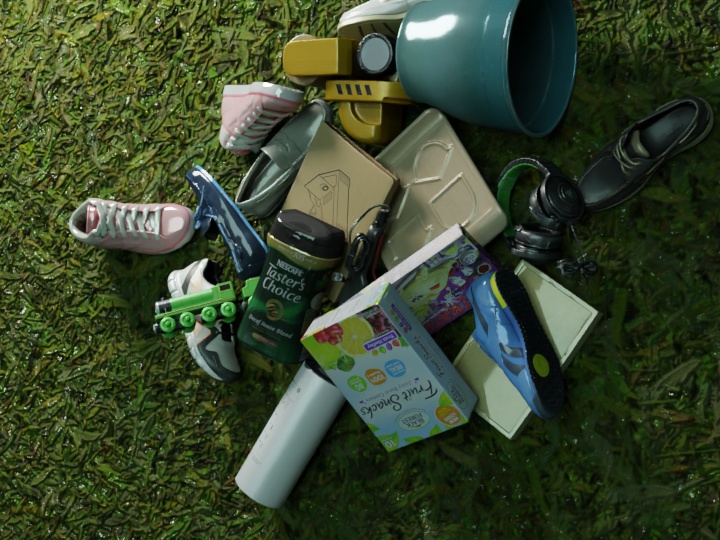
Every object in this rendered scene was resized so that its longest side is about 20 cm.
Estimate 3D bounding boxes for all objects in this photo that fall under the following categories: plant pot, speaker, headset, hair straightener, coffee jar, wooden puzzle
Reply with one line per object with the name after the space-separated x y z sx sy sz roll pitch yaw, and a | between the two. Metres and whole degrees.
0.155 -0.279 1.403 0.187 0.199 0.202 9 86 34 | plant pot
-0.095 0.229 1.510 0.081 0.081 0.201 34 98 27 | speaker
0.227 -0.059 1.364 0.200 0.093 0.124 51 132 38 | headset
0.000 0.000 1.460 0.041 0.077 0.201 34 122 26 | hair straightener
-0.095 0.021 1.496 0.104 0.085 0.202 24 105 21 | coffee jar
0.091 -0.087 1.470 0.185 0.046 0.201 -41 64 25 | wooden puzzle

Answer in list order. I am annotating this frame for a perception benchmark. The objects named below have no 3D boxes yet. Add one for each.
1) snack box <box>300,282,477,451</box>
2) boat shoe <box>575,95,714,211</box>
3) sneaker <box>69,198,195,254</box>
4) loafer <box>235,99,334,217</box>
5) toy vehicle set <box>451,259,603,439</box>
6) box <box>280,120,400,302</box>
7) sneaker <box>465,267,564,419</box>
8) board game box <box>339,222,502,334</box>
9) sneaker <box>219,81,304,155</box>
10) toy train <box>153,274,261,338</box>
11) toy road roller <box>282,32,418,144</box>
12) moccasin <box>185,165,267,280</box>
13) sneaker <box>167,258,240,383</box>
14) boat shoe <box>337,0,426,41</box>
0.037 0.128 1.399 0.142 0.053 0.201 -26 109 36 | snack box
0.344 -0.152 1.346 0.200 0.073 0.075 -41 67 17 | boat shoe
-0.359 -0.069 1.668 0.198 0.104 0.076 -2 80 25 | sneaker
-0.111 -0.165 1.582 0.070 0.070 0.201 39 100 26 | loafer
0.206 0.102 1.406 0.124 0.026 0.201 38 100 26 | toy vehicle set
-0.042 -0.084 1.527 0.163 0.021 0.201 42 117 32 | box
0.192 0.099 1.369 0.078 0.066 0.202 -35 70 40 | sneaker
0.085 0.031 1.429 0.199 0.120 0.032 -36 44 18 | board game box
-0.147 -0.218 1.582 0.200 0.075 0.106 11 93 57 | sneaker
-0.204 0.048 1.563 0.198 0.042 0.057 -13 72 -13 | toy train
-0.007 -0.252 1.518 0.198 0.123 0.148 6 96 27 | toy road roller
-0.210 -0.073 1.608 0.068 0.081 0.200 -38 65 -5 | moccasin
-0.219 0.071 1.602 0.080 0.074 0.201 -32 70 17 | sneaker
0.062 -0.372 1.529 0.198 0.075 0.069 -6 71 21 | boat shoe
